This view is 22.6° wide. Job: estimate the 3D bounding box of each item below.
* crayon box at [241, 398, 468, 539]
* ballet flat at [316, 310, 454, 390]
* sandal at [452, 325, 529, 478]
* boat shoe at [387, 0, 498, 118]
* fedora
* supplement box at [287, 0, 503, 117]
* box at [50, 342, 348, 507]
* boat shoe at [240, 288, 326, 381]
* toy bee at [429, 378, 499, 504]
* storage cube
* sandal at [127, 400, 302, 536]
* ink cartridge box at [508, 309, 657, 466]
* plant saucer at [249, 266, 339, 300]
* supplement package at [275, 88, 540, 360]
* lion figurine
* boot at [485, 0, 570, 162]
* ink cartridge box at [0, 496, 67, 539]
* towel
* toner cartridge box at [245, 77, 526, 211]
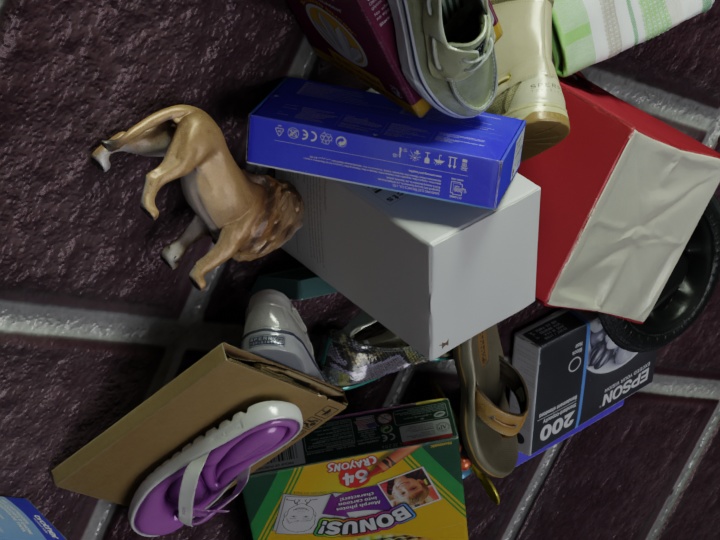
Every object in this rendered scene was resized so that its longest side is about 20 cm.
[{"bbox_3d":[-0.005,0.212,1.663,0.199,0.058,0.173,-10,131,-2],"label":"crayon box"},{"bbox_3d":[0.041,0.058,1.664,0.200,0.072,0.072,-13,127,-42],"label":"ballet flat"},{"bbox_3d":[0.129,0.115,1.687,0.080,0.054,0.200,-49,138,-47],"label":"sandal"},{"bbox_3d":[0.064,-0.173,1.303,0.072,0.062,0.200,-43,142,-10],"label":"boat shoe"},{"bbox_3d":[0.281,-0.019,1.827,0.200,0.092,0.201,-19,123,-32],"label":"fedora"},{"bbox_3d":[0.006,-0.231,1.354,0.103,0.131,0.200,-45,140,-11],"label":"supplement box"},{"bbox_3d":[-0.133,0.139,1.506,0.200,0.021,0.163,-36,145,23],"label":"box"},{"bbox_3d":[-0.068,0.073,1.554,0.200,0.071,0.070,72,17,-65],"label":"boat shoe"},{"bbox_3d":[0.093,0.183,1.758,0.131,0.109,0.200,44,59,-13],"label":"toy bee"},{"bbox_3d":[0.187,-0.073,1.622,0.171,0.180,0.200,12,108,-49],"label":"storage cube"},{"bbox_3d":[-0.124,0.177,1.499,0.082,0.050,0.203,13,135,-42],"label":"sandal"},{"bbox_3d":[0.240,0.116,1.931,0.198,0.043,0.200,-26,135,-32],"label":"ink cartridge box"},{"bbox_3d":[0.000,0.000,1.579,0.200,0.070,0.019,-10,101,-41],"label":"plant saucer"},{"bbox_3d":[0.037,-0.042,1.472,0.120,0.200,0.121,-27,136,-29],"label":"supplement package"},{"bbox_3d":[-0.118,-0.069,1.397,0.122,0.072,0.200,-45,139,-15],"label":"lion figurine"},{"bbox_3d":[0.101,-0.163,1.536,0.073,0.200,0.156,7,72,-30],"label":"boot"},{"bbox_3d":[-0.324,0.248,1.421,0.200,0.076,0.137,15,106,-52],"label":"ink cartridge box"},{"bbox_3d":[0.232,-0.270,1.588,0.200,0.031,0.150,-28,109,-33],"label":"towel"},{"bbox_3d":[0.021,-0.100,1.395,0.095,0.199,0.043,-54,152,-61],"label":"toner cartridge box"}]
